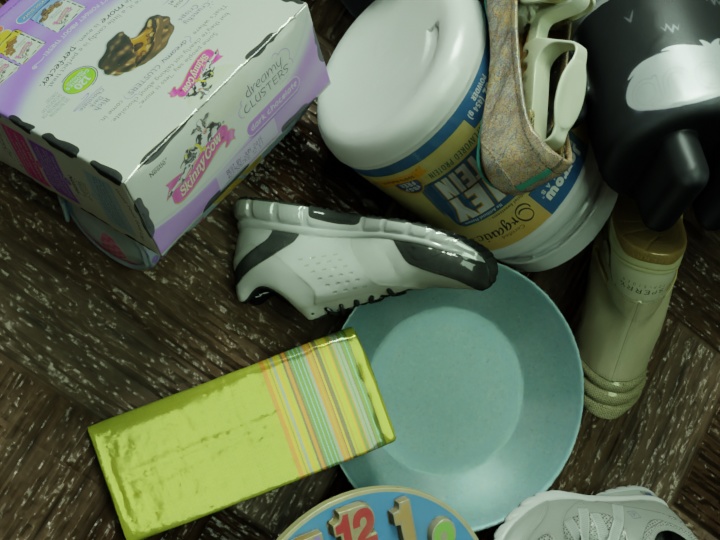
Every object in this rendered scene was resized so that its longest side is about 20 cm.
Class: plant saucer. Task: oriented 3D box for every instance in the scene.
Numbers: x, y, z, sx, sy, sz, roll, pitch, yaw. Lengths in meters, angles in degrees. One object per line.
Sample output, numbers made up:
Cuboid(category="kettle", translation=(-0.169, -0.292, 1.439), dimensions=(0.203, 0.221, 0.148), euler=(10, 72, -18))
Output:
Cuboid(category="plant saucer", translation=(0.066, 0.090, 0.970), dimensions=(0.199, 0.039, 0.204), euler=(0, 92, -14))

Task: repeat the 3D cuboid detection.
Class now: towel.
Cuboid(category="towel", translation=(-0.080, 0.112, 0.907), dimensions=(0.198, 0.018, 0.087), euler=(-20, 84, -10))

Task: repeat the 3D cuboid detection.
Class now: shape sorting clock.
Cuboid(category="shape sorting clock", translation=(0.007, 0.248, 0.913), dimensions=(0.198, 0.039, 0.203), euler=(-2, 96, -24))

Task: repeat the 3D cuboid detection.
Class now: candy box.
Cuboid(category="candy box", translation=(-0.148, -0.124, 0.844), dimensions=(0.168, 0.199, 0.072), euler=(-47, 145, -22))

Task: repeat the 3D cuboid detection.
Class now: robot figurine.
Cuboid(category="robot figurine", translation=(0.209, -0.126, 0.895), dimensions=(0.150, 0.124, 0.202), euler=(24, 47, -47))

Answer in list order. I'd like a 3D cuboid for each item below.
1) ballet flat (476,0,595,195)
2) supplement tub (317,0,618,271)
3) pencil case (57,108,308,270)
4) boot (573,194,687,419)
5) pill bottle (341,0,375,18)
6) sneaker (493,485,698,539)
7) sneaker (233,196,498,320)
Cuboid(category="ballet flat", translation=(0.116, -0.146, 0.835), dimensions=(0.068, 0.067, 0.202), euler=(15, 70, -38))
Cuboid(category="supplement tub", translation=(0.081, -0.098, 0.942), dimensions=(0.199, 0.144, 0.146), euler=(33, 69, -36))
Cuboid(category="pencil case", translation=(-0.117, -0.093, 0.911), dimensions=(0.090, 0.083, 0.200), euler=(39, 67, 4))
Cuboid(category="boot", translation=(0.208, 0.009, 1.032), dimensions=(0.072, 0.200, 0.157), euler=(11, 116, 3))
Cuboid(category="pill bottle", translation=(0.076, -0.263, 1.005), dimensions=(0.199, 0.112, 0.113), euler=(-32, 94, -25))
Cuboid(category="sneaker", translation=(0.173, 0.204, 0.960), dimensions=(0.198, 0.082, 0.076), euler=(-9, 113, -36))
Cuboid(category="sneaker", translation=(0.000, 0.000, 0.916), dimensions=(0.074, 0.198, 0.081), euler=(17, 81, -66))
